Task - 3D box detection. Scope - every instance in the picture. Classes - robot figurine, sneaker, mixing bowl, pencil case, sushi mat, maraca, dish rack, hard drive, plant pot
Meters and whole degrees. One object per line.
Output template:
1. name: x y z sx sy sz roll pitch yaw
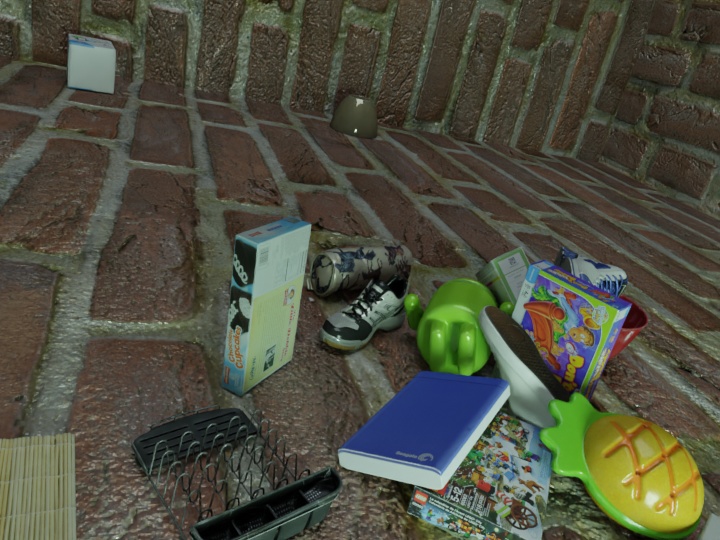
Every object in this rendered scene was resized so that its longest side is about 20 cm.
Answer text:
1. robot figurine: 0.152 0.084 0.922 0.172 0.118 0.200 1 19 18
2. sneaker: 0.008 0.057 0.940 0.075 0.089 0.199 28 28 26
3. mixing bowl: 0.379 0.095 1.037 0.196 0.110 0.201 11 23 -5
4. pencil case: 0.000 0.000 1.078 0.197 0.090 0.079 -6 58 -38
5. sushi mat: -0.296 0.213 0.513 0.094 0.012 0.200 2 26 -27
6. maraca: 0.302 0.223 0.692 0.198 0.108 0.138 30 46 9
7. dish rack: -0.132 0.194 0.595 0.151 0.056 0.199 -7 31 -41
8. sneaker: 0.376 0.021 0.963 0.113 0.082 0.200 15 22 9
9. hard drive: 0.081 0.178 0.708 0.130 0.026 0.199 -1 17 35
10. sneaker: 0.207 0.146 0.799 0.072 0.085 0.202 -7 58 -47
11. plant pot: -0.016 -0.627 2.399 0.196 0.137 0.201 11 23 -5

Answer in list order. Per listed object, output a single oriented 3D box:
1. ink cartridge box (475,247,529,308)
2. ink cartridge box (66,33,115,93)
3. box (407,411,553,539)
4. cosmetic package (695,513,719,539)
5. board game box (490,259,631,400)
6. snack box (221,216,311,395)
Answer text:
1. ink cartridge box: 0.264 0.073 0.962 0.058 0.203 0.104 -24 -9 -7
2. ink cartridge box: -0.930 -0.713 2.057 0.144 0.149 0.200 1 26 -28
3. box: 0.148 0.231 0.690 0.134 0.038 0.200 21 24 15
4. cosmetic package: 0.411 0.345 0.568 0.198 0.053 0.149 31 30 33
5. board game box: 0.269 0.108 0.829 0.044 0.204 0.134 -11 32 -43
6. snack box: -0.119 0.043 0.754 0.037 0.204 0.116 19 23 22
